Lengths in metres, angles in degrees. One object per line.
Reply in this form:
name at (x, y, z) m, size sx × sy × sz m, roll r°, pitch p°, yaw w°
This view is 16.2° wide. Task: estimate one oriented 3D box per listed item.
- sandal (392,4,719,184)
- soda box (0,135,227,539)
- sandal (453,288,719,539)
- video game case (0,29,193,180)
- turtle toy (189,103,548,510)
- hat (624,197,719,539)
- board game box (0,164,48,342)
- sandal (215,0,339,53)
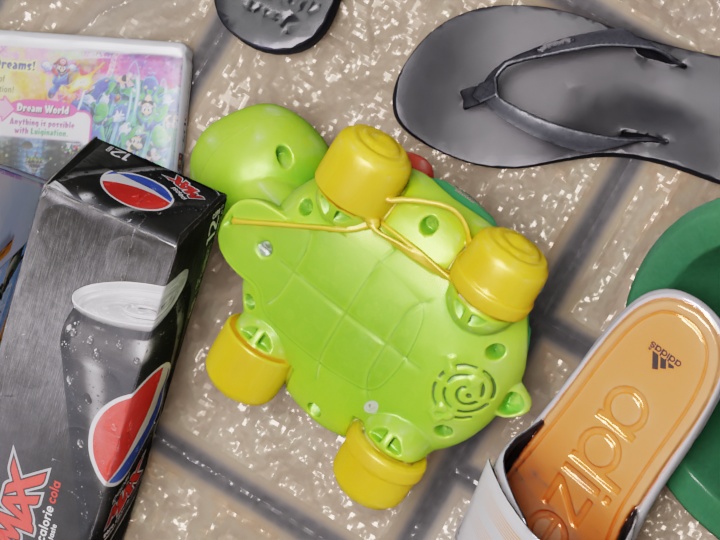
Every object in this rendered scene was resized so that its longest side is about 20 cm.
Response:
sandal at (0.113, -0.082, 1.160) m, size 0.198 × 0.043 × 0.077 m, roll 6°, pitch 87°, yaw 8°
soda box at (-0.124, 0.048, 1.131) m, size 0.070 × 0.063 × 0.201 m, roll 23°, pitch 118°, yaw 9°
sandal at (0.088, 0.098, 1.112) m, size 0.079 × 0.059 × 0.208 m, roll 35°, pitch 115°, yaw 18°
video game case at (-0.185, -0.024, 1.208) m, size 0.198 × 0.024 × 0.184 m, roll 5°, pitch 86°, yaw 9°
turtle toy at (0.000, 0.000, 1.140) m, size 0.200 × 0.101 × 0.146 m, roll 38°, pitch 115°, yaw 11°
hat at (0.243, 0.042, 1.143) m, size 0.200 × 0.175 × 0.166 m, roll 47°, pitch 127°, yaw 20°
board game box at (-0.199, 0.043, 1.092) m, size 0.041 × 0.199 × 0.202 m, roll 19°, pitch 89°, yaw 10°
sandal at (-0.017, -0.202, 1.179) m, size 0.075 × 0.043 × 0.202 m, roll 11°, pitch 87°, yaw 9°
